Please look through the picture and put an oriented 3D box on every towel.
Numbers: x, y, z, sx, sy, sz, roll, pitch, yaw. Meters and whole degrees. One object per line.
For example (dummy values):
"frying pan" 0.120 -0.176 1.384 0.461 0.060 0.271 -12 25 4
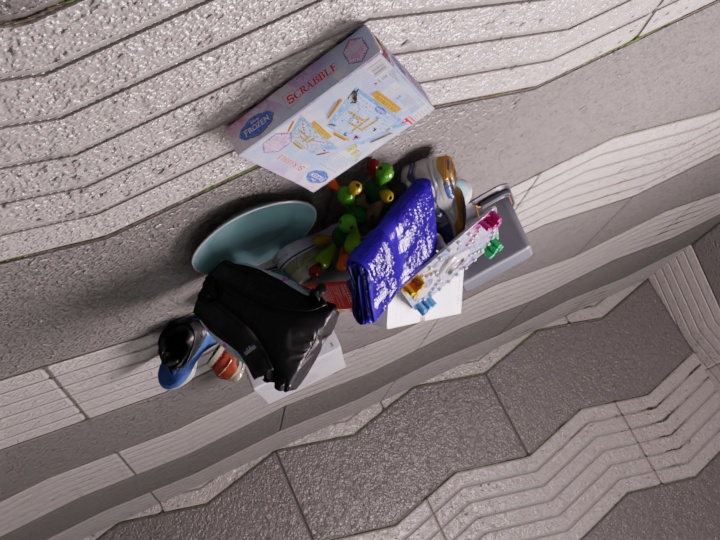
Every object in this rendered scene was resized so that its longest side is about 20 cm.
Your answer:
"towel" 0.054 -0.026 1.139 0.200 0.049 0.148 -51 153 -31

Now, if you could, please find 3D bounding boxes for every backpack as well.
"backpack" -0.150 0.076 1.147 0.168 0.199 0.127 -58 167 -17

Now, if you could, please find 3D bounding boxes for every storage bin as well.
"storage bin" 0.243 -0.059 1.527 0.199 0.135 0.146 -30 163 8

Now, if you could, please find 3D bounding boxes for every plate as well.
"plate" -0.159 -0.054 1.133 0.199 0.026 0.200 -24 163 -8

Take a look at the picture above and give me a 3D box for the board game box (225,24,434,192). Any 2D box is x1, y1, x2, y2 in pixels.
"board game box" -0.029 -0.184 0.924 0.199 0.041 0.200 -32 162 15

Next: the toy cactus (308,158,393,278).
"toy cactus" -0.010 -0.088 1.157 0.201 0.102 0.165 -65 171 24

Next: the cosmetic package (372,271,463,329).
"cosmetic package" 0.102 0.040 1.432 0.199 0.103 0.074 -9 -163 -38

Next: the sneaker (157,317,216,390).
"sneaker" -0.333 0.153 1.372 0.200 0.077 0.111 -42 164 28

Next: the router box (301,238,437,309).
"router box" 0.000 0.000 1.281 0.199 0.049 0.179 -32 -164 -36

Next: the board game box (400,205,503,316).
"board game box" 0.160 -0.008 1.292 0.200 0.026 0.200 -40 163 0

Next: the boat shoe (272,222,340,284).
"boat shoe" -0.063 -0.026 1.241 0.072 0.062 0.199 -39 173 39

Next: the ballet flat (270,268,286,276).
"ballet flat" -0.172 0.038 1.333 0.198 0.070 0.070 -13 159 -26

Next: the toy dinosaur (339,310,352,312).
"toy dinosaur" -0.054 0.043 1.472 0.135 0.086 0.200 -28 159 4

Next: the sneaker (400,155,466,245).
"sneaker" 0.120 -0.109 1.245 0.087 0.076 0.201 -4 140 18

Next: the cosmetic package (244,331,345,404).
"cosmetic package" -0.148 0.177 1.645 0.198 0.124 0.200 -25 164 -7

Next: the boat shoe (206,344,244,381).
"boat shoe" -0.238 0.154 1.431 0.071 0.062 0.200 -53 -173 7

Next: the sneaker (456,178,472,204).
"sneaker" 0.101 -0.093 1.336 0.200 0.074 0.082 -47 155 21
